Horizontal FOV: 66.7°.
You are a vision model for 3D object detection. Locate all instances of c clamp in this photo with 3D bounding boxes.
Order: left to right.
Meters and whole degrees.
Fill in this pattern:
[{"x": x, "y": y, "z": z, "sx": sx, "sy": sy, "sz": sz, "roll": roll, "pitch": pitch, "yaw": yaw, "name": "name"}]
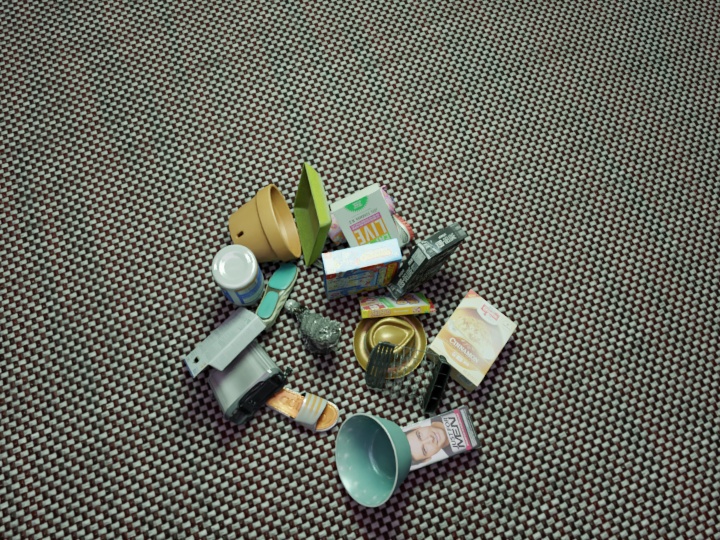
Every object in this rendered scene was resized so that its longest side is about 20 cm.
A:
[{"x": -0.057, "y": -0.069, "z": 1.521, "sx": 0.198, "sy": 0.027, "sz": 0.172, "roll": -35, "pitch": 75, "yaw": -15, "name": "c clamp"}]

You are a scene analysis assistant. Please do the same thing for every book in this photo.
[{"x": 0.020, "y": -0.117, "z": 1.414, "sx": 0.131, "sy": 0.202, "sz": 0.049, "roll": -24, "pitch": 42, "yaw": 7, "name": "book"}]

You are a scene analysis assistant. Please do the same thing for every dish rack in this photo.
[{"x": 0.110, "y": 0.258, "z": 1.345, "sx": 0.194, "sy": 0.055, "sz": 0.157, "roll": 14, "pitch": 113, "yaw": -4, "name": "dish rack"}]

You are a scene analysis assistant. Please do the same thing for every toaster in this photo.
[{"x": -0.274, "y": 0.261, "z": 1.332, "sx": 0.200, "sy": 0.114, "sz": 0.129, "roll": -43, "pitch": 62, "yaw": -7, "name": "toaster"}]

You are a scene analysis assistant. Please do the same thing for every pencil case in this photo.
[{"x": -0.002, "y": -0.147, "z": 1.468, "sx": 0.196, "sy": 0.087, "sz": 0.089, "roll": -28, "pitch": 71, "yaw": 12, "name": "pencil case"}]

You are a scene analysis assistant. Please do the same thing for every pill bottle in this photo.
[{"x": -0.301, "y": 0.023, "z": 1.382, "sx": 0.108, "sy": 0.201, "sz": 0.115, "roll": 1, "pitch": 71, "yaw": -2, "name": "pill bottle"}]

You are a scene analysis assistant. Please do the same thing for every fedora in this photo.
[{"x": 0.078, "y": 0.177, "z": 1.405, "sx": 0.194, "sy": 0.082, "sz": 0.206, "roll": 1, "pitch": 70, "yaw": -3, "name": "fedora"}]

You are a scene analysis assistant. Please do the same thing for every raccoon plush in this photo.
[{"x": -0.127, "y": 0.139, "z": 1.382, "sx": 0.197, "sy": 0.135, "sz": 0.098, "roll": 29, "pitch": 72, "yaw": 8, "name": "raccoon plush"}]

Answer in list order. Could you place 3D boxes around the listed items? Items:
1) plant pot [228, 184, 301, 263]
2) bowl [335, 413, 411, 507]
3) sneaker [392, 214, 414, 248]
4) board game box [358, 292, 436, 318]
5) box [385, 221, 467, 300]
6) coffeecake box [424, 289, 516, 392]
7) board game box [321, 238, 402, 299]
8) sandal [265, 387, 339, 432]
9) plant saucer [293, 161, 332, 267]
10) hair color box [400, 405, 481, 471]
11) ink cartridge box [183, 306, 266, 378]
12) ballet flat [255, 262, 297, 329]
[{"x": -0.258, "y": -0.107, "z": 1.449, "sx": 0.137, "sy": 0.200, "sz": 0.205, "roll": -19, "pitch": 70, "yaw": 7, "name": "plant pot"}, {"x": 0.042, "y": 0.429, "z": 1.273, "sx": 0.103, "sy": 0.199, "sz": 0.206, "roll": 3, "pitch": 61, "yaw": -46, "name": "bowl"}, {"x": 0.057, "y": -0.141, "z": 1.522, "sx": 0.082, "sy": 0.078, "sz": 0.200, "roll": -41, "pitch": 76, "yaw": -21, "name": "sneaker"}, {"x": 0.095, "y": 0.090, "z": 1.437, "sx": 0.194, "sy": 0.096, "sz": 0.031, "roll": -2, "pitch": 108, "yaw": -5, "name": "board game box"}, {"x": 0.167, "y": -0.022, "z": 1.398, "sx": 0.156, "sy": 0.201, "sz": 0.050, "roll": -29, "pitch": 72, "yaw": -35, "name": "box"}, {"x": 0.284, "y": 0.180, "z": 1.412, "sx": 0.152, "sy": 0.073, "sz": 0.201, "roll": 37, "pitch": 68, "yaw": 10, "name": "coffeecake box"}, {"x": 0.000, "y": 0.000, "z": 1.406, "sx": 0.190, "sy": 0.201, "sz": 0.057, "roll": -12, "pitch": 70, "yaw": -6, "name": "board game box"}, {"x": -0.152, "y": 0.337, "z": 1.349, "sx": 0.201, "sy": 0.059, "sz": 0.081, "roll": 18, "pitch": 70, "yaw": 5, "name": "sandal"}, {"x": -0.124, "y": -0.146, "z": 1.452, "sx": 0.047, "sy": 0.201, "sz": 0.204, "roll": -5, "pitch": 61, "yaw": -20, "name": "plant saucer"}, {"x": 0.183, "y": 0.412, "z": 1.336, "sx": 0.195, "sy": 0.061, "sz": 0.101, "roll": -16, "pitch": 71, "yaw": -8, "name": "hair color box"}, {"x": -0.333, "y": 0.179, "z": 1.335, "sx": 0.200, "sy": 0.195, "sz": 0.044, "roll": -46, "pitch": 110, "yaw": -15, "name": "ink cartridge box"}, {"x": -0.222, "y": 0.067, "z": 1.444, "sx": 0.066, "sy": 0.063, "sz": 0.202, "roll": 18, "pitch": 53, "yaw": 12, "name": "ballet flat"}]
